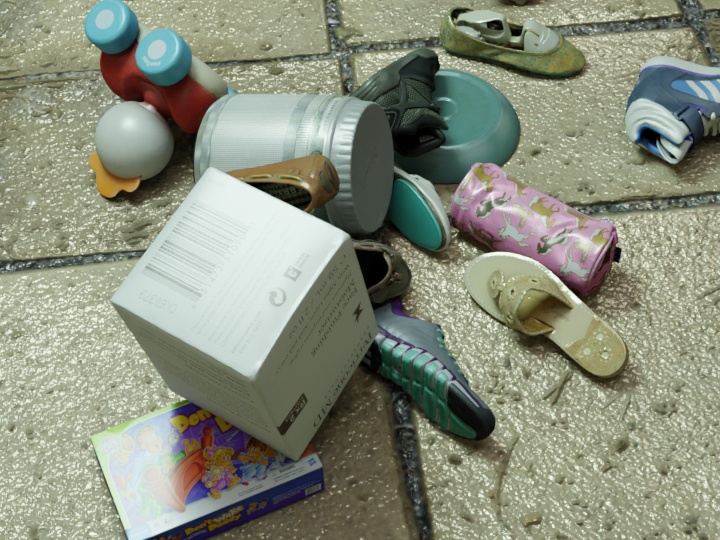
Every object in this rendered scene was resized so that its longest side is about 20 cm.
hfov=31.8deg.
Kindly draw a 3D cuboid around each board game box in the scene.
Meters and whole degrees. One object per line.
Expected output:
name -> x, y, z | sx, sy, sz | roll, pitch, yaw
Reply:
board game box -> -0.153, 0.192, 1.258 | 0.199, 0.045, 0.135 | -20, 52, -16

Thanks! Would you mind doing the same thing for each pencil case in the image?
pencil case -> 0.196, -0.049, 1.433 | 0.199, 0.083, 0.087 | 29, 57, 24

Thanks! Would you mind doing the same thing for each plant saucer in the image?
plant saucer -> 0.103, -0.193, 1.588 | 0.198, 0.036, 0.201 | 0, 50, 0

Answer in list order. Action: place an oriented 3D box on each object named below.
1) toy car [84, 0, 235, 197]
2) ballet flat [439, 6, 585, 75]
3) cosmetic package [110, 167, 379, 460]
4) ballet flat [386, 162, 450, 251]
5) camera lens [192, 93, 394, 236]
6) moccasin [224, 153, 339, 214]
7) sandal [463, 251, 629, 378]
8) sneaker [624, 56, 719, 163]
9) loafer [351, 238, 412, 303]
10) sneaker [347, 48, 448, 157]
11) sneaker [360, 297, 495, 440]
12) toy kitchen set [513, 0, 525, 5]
toy car -> -0.274, -0.187, 1.533 | 0.176, 0.184, 0.201 | 32, 85, 25
ballet flat -> 0.200, -0.306, 1.662 | 0.198, 0.071, 0.071 | 14, 51, 12
cosmetic package -> -0.101, 0.045, 1.200 | 0.164, 0.200, 0.165 | 26, 69, 22
ballet flat -> 0.047, -0.097, 1.494 | 0.069, 0.070, 0.200 | -37, 57, -27
camera lens -> -0.078, -0.118, 1.425 | 0.198, 0.161, 0.161 | 3, 48, 21
moccasin -> -0.116, -0.064, 1.323 | 0.200, 0.074, 0.078 | -7, 24, 31
sandal -> 0.192, 0.037, 1.351 | 0.211, 0.070, 0.078 | 36, 92, 25
sneaker -> 0.423, -0.177, 1.548 | 0.198, 0.081, 0.147 | 15, 60, 9
loafer -> 0.000, 0.000, 1.337 | 0.063, 0.199, 0.073 | 18, 90, 38
sneaker -> 0.063, -0.200, 1.528 | 0.115, 0.076, 0.199 | 53, 30, -6
sneaker -> 0.079, 0.093, 1.322 | 0.087, 0.075, 0.200 | -34, 56, -31
toy kitchen set -> 0.278, -0.489, 1.765 | 0.162, 0.200, 0.182 | 26, 39, -33
